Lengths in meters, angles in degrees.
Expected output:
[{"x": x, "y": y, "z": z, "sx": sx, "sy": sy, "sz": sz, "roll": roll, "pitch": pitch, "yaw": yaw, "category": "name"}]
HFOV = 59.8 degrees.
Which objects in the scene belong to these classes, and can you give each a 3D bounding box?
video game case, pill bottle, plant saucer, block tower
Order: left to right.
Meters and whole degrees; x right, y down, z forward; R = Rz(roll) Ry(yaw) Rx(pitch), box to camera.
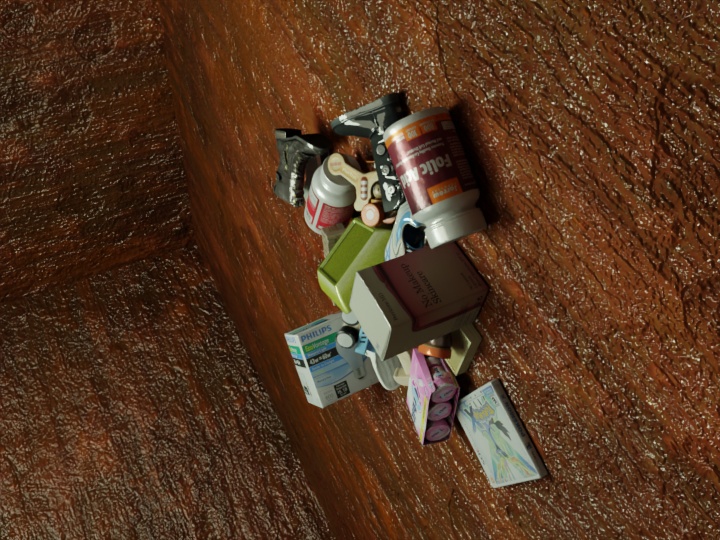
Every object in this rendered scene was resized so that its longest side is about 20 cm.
[{"x": -0.060, "y": -0.171, "z": 1.411, "sx": 0.113, "sy": 0.112, "sz": 0.200, "roll": 63, "pitch": 157, "yaw": 18, "category": "pill bottle"}, {"x": -0.052, "y": -0.016, "z": 1.450, "sx": 0.058, "sy": 0.054, "sz": 0.201, "roll": -120, "pitch": 20, "yaw": -48, "category": "block tower"}, {"x": -0.015, "y": -0.029, "z": 1.298, "sx": 0.048, "sy": 0.201, "sz": 0.200, "roll": 35, "pitch": -179, "yaw": -24, "category": "plant saucer"}, {"x": 0.120, "y": -0.144, "z": 0.993, "sx": 0.201, "sy": 0.114, "sz": 0.114, "roll": 69, "pitch": 159, "yaw": 3, "category": "pill bottle"}, {"x": 0.256, "y": 0.315, "z": 1.189, "sx": 0.183, "sy": 0.022, "sz": 0.200, "roll": 64, "pitch": 158, "yaw": 16, "category": "video game case"}]

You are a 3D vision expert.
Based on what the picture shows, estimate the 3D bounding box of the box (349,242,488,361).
[{"x": 0.099, "y": 0.048, "z": 1.093, "sx": 0.128, "sy": 0.199, "sz": 0.109, "roll": 57, "pitch": 154, "yaw": 29, "category": "box"}]

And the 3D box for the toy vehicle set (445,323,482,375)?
[{"x": 0.157, "y": 0.092, "z": 1.228, "sx": 0.201, "sy": 0.026, "sz": 0.125, "roll": 58, "pitch": 155, "yaw": 29, "category": "toy vehicle set"}]

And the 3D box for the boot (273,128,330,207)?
[{"x": -0.139, "y": -0.232, "z": 1.455, "sx": 0.200, "sy": 0.069, "sz": 0.175, "roll": 27, "pitch": 121, "yaw": 47, "category": "boot"}]

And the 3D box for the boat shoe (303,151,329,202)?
[{"x": -0.100, "y": -0.229, "z": 1.536, "sx": 0.075, "sy": 0.060, "sz": 0.201, "roll": 24, "pitch": 133, "yaw": 28, "category": "boat shoe"}]

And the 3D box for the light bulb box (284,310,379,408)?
[{"x": -0.068, "y": 0.226, "z": 1.658, "sx": 0.125, "sy": 0.197, "sz": 0.201, "roll": -10, "pitch": 100, "yaw": 66, "category": "light bulb box"}]

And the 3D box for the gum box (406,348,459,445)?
[{"x": 0.149, "y": 0.256, "z": 1.303, "sx": 0.114, "sy": 0.066, "sz": 0.201, "roll": -110, "pitch": 15, "yaw": -45, "category": "gum box"}]

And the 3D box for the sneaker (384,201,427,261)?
[{"x": 0.087, "y": -0.040, "z": 1.150, "sx": 0.201, "sy": 0.071, "sz": 0.073, "roll": 98, "pitch": 169, "yaw": -48, "category": "sneaker"}]

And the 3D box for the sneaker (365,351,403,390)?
[{"x": 0.047, "y": 0.208, "z": 1.548, "sx": 0.116, "sy": 0.073, "sz": 0.201, "roll": 115, "pitch": 141, "yaw": -63, "category": "sneaker"}]

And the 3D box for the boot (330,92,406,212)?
[{"x": 0.034, "y": -0.205, "z": 1.167, "sx": 0.164, "sy": 0.065, "sz": 0.201, "roll": -11, "pitch": 101, "yaw": 46, "category": "boot"}]

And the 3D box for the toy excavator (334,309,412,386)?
[{"x": 0.050, "y": 0.154, "z": 1.392, "sx": 0.199, "sy": 0.100, "sz": 0.196, "roll": 18, "pitch": 123, "yaw": 9, "category": "toy excavator"}]

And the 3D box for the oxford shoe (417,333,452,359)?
[{"x": 0.128, "y": 0.120, "z": 1.225, "sx": 0.200, "sy": 0.071, "sz": 0.073, "roll": -169, "pitch": 90, "yaw": -69, "category": "oxford shoe"}]

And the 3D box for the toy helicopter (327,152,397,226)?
[{"x": 0.011, "y": -0.186, "z": 1.258, "sx": 0.200, "sy": 0.079, "sz": 0.133, "roll": 38, "pitch": 119, "yaw": 27, "category": "toy helicopter"}]
